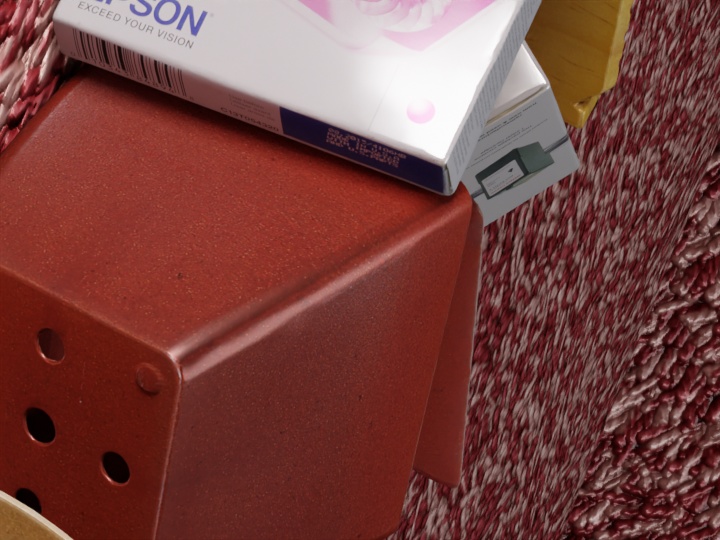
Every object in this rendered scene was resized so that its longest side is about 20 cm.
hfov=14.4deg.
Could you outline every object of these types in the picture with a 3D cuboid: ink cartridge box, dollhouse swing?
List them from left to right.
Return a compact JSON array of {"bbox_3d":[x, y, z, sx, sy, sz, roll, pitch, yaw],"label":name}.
[{"bbox_3d":[-0.011,-0.155,1.302,0.043,0.196,0.201,79,33,-66],"label":"ink cartridge box"},{"bbox_3d":[0.054,-0.122,1.701,0.084,0.146,0.200,-31,166,2],"label":"ink cartridge box"},{"bbox_3d":[0.162,-0.243,1.978,0.175,0.181,0.201,-28,140,-41],"label":"dollhouse swing"}]

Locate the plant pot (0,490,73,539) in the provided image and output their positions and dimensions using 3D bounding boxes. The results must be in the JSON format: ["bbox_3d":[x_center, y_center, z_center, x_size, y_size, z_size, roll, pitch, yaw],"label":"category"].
[{"bbox_3d":[-0.205,0.208,1.138,0.201,0.186,0.186,-62,172,26],"label":"plant pot"}]

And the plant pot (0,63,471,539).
[{"bbox_3d":[-0.093,0.038,1.296,0.176,0.199,0.201,-34,143,-51],"label":"plant pot"}]

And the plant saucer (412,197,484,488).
[{"bbox_3d":[0.000,0.000,1.659,0.037,0.200,0.200,-16,131,-25],"label":"plant saucer"}]
